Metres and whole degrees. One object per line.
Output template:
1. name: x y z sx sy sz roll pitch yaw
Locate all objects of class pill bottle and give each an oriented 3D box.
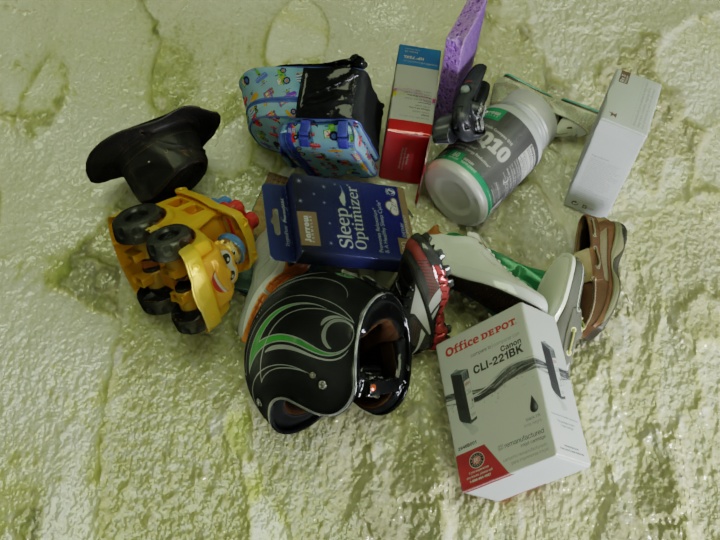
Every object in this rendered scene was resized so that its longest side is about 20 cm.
1. pill bottle: 0.193 -0.168 1.471 0.113 0.114 0.200 37 63 15

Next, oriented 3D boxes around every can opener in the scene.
1. can opener: 0.155 -0.244 1.439 0.077 0.064 0.201 6 38 18

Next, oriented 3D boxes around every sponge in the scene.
1. sponge: 0.145 -0.307 1.494 0.029 0.201 0.113 21 61 9

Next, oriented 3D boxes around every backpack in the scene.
1. backpack: -0.076 -0.214 1.437 0.196 0.183 0.137 3 76 12

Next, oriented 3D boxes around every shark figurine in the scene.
1. shark figurine: -0.006 -0.022 1.378 0.088 0.127 0.218 -11 61 37

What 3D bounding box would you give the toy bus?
1. toy bus: -0.202 -0.030 1.313 0.191 0.138 0.199 -31 35 -29

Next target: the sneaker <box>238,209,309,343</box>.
1. sneaker: -0.116 0.005 1.349 0.091 0.076 0.202 9 67 46

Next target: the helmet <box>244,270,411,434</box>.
1. helmet: -0.050 0.102 1.244 0.188 0.201 0.202 1 54 31

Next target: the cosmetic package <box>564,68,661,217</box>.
1. cosmetic package: 0.357 -0.176 1.443 0.073 0.201 0.103 21 61 6

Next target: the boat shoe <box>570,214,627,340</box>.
1. boat shoe: 0.316 0.005 1.407 0.073 0.076 0.202 25 51 -7

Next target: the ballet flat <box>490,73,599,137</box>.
1. ballet flat: 0.293 -0.239 1.563 0.197 0.067 0.063 25 88 12

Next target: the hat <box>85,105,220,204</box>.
1. hat: -0.267 -0.140 1.378 0.198 0.201 0.082 -23 81 -18

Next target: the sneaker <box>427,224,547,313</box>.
1. sneaker: 0.165 -0.005 1.335 0.197 0.073 0.085 26 65 16

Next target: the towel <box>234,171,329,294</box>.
1. towel: -0.097 -0.038 1.421 0.144 0.022 0.202 18 59 4

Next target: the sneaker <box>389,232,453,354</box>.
1. sneaker: 0.065 0.040 1.292 0.097 0.203 0.071 -22 49 -17

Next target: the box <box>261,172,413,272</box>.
1. box: -0.026 -0.062 1.309 0.196 0.033 0.123 4 57 -23

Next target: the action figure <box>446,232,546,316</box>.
1. action figure: 0.168 0.007 1.404 0.198 0.055 0.119 31 64 7

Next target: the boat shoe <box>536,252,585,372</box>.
1. boat shoe: 0.259 0.081 1.335 0.059 0.072 0.205 18 87 -18

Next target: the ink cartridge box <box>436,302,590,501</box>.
1. ink cartridge box: 0.185 0.163 1.259 0.083 0.143 0.203 24 47 -43

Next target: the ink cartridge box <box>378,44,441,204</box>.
1. ink cartridge box: 0.070 -0.213 1.481 0.066 0.117 0.203 9 60 0
